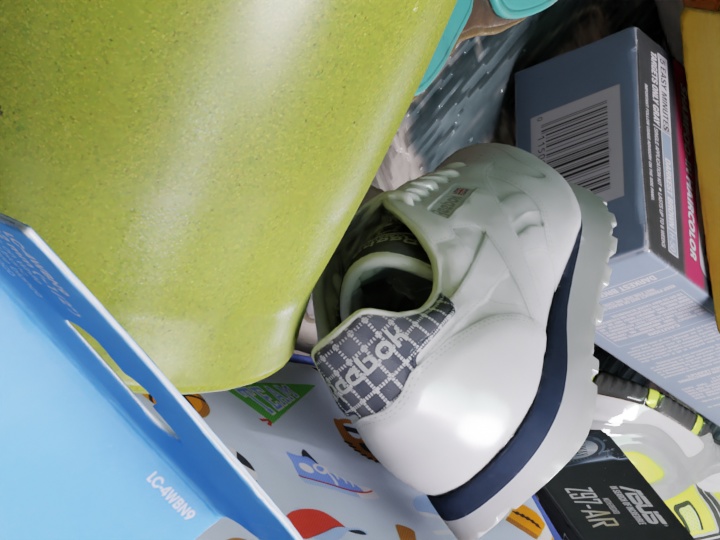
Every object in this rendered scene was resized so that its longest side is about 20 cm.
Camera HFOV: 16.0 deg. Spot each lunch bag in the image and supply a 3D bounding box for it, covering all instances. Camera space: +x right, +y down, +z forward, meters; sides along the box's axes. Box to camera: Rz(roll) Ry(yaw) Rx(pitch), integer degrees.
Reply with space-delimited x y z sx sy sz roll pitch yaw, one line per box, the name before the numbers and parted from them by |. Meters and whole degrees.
lunch bag | -0.024 0.083 0.785 0.199 0.160 0.076 15 116 -35

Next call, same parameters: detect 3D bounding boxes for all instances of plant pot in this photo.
plant pot | -0.060 -0.076 0.709 0.200 0.200 0.194 -8 116 -50

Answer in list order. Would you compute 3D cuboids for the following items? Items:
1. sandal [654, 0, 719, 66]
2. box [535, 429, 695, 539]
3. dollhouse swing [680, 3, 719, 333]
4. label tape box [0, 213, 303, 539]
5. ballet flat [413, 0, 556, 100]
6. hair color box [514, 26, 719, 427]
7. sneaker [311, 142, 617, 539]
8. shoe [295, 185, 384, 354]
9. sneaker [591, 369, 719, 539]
sandal | 0.178 -0.072 1.093 0.079 0.059 0.207 -52 134 -29
box | 0.091 0.168 0.919 0.043 0.200 0.161 0 110 -15
dollhouse swing | 0.253 -0.028 0.977 0.200 0.175 0.183 12 68 -50
label tape box | -0.124 0.032 0.628 0.066 0.200 0.143 -56 137 -18
ballet flat | 0.016 -0.102 0.865 0.200 0.072 0.068 -47 132 -54
hair color box | 0.141 -0.004 1.022 0.200 0.060 0.099 33 48 -44
sneaker | 0.028 0.000 0.800 0.080 0.200 0.076 38 110 -14
shoe | 0.000 0.000 0.888 0.200 0.053 0.070 23 78 -46
sneaker | 0.130 0.102 1.076 0.200 0.075 0.077 30 83 -40
